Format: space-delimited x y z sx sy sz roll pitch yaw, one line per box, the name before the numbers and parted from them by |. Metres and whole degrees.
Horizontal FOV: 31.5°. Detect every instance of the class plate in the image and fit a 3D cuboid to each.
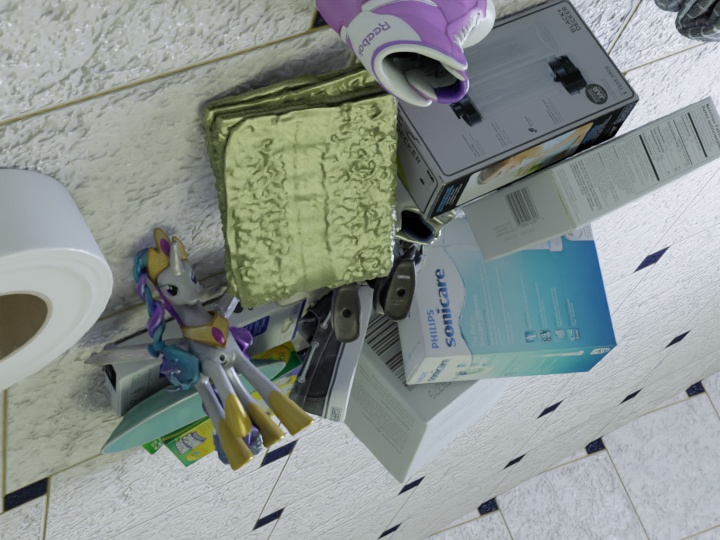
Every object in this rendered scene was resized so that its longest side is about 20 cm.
plate | -0.167 0.126 1.253 0.199 0.026 0.200 -26 171 -4

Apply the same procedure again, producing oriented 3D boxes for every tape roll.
tape roll | -0.277 0.020 0.886 0.202 0.071 0.203 -29 160 -12

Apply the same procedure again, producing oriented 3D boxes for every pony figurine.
pony figurine | -0.133 0.068 1.091 0.166 0.201 0.193 -32 177 -21

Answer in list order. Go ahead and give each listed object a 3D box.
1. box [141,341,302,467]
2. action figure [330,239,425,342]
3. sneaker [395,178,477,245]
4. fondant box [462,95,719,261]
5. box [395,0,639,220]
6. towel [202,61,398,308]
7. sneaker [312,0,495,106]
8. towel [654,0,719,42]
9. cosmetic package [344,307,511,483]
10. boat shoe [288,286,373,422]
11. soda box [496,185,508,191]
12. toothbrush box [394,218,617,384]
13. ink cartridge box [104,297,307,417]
box | -0.152 0.153 1.418 0.199 0.049 0.117 -29 160 -6
action figure | 0.000 0.000 1.160 0.129 0.070 0.200 -7 -164 -7
sneaker | 0.056 -0.061 1.165 0.199 0.087 0.075 -14 147 -45
fondant box | 0.210 -0.080 1.136 0.199 0.059 0.144 -24 -179 -29
box | 0.111 -0.135 1.037 0.199 0.117 0.060 -25 161 -23
towel | -0.041 -0.062 0.981 0.147 0.037 0.201 -13 131 -10
sneaker | 0.050 -0.157 0.896 0.200 0.115 0.073 -6 147 -53
towel | 0.373 -0.284 1.118 0.165 0.086 0.200 -10 150 -48
cosmetic package | 0.062 0.097 1.395 0.165 0.165 0.200 -36 164 -22
boat shoe | -0.028 0.054 1.244 0.067 0.201 0.072 14 146 1
soda box | 0.172 -0.094 1.293 0.071 0.064 0.200 -33 159 4
toothbrush box | 0.138 0.028 1.275 0.199 0.147 0.085 -3 157 -14
ink cartridge box | -0.151 0.071 1.239 0.199 0.039 0.100 -22 158 -22
